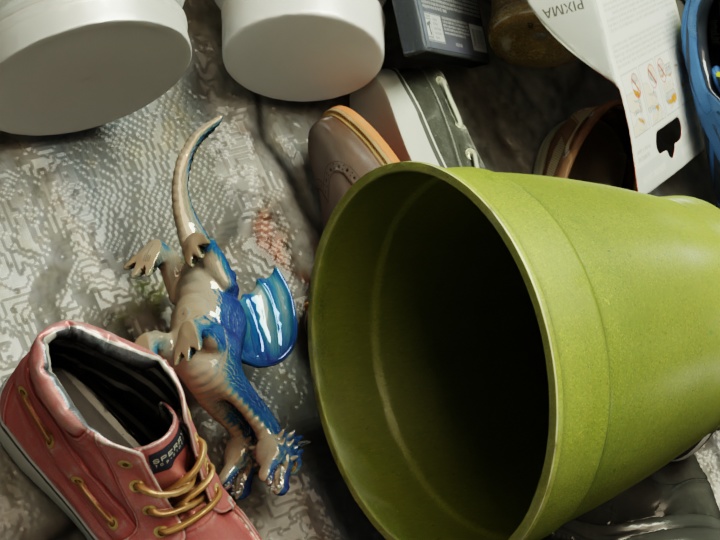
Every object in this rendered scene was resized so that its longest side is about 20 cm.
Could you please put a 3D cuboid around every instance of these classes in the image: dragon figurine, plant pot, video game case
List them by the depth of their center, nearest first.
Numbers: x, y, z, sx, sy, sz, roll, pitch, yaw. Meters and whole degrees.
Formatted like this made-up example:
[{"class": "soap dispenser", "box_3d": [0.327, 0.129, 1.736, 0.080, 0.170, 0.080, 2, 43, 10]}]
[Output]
[{"class": "plant pot", "box_3d": [0.106, 0.036, 0.917, 0.191, 0.200, 0.202, -9, 69, -34]}, {"class": "dragon figurine", "box_3d": [-0.074, 0.025, 0.960, 0.099, 0.058, 0.202, 33, 44, -49]}, {"class": "video game case", "box_3d": [0.034, -0.226, 1.078, 0.143, 0.019, 0.202, -10, 87, -71]}]

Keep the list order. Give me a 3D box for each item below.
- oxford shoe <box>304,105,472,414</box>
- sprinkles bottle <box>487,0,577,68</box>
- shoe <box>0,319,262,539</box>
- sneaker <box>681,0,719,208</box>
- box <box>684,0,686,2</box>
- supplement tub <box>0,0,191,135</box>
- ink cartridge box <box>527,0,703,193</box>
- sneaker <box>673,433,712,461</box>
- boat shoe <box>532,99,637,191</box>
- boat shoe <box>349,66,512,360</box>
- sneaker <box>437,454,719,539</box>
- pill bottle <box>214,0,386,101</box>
[{"class": "oxford shoe", "box_3d": [0.000, 0.000, 1.010, 0.072, 0.071, 0.202, -12, 72, -24]}, {"class": "sprinkles bottle", "box_3d": [0.121, -0.234, 1.177, 0.068, 0.068, 0.202, 14, 61, -17]}, {"class": "shoe", "box_3d": [-0.101, 0.112, 0.897, 0.200, 0.091, 0.071, 44, 57, 1]}, {"class": "sneaker", "box_3d": [0.244, -0.087, 1.115, 0.078, 0.065, 0.202, -29, 104, -72]}, {"class": "box", "box_3d": [0.228, -0.258, 1.227, 0.049, 0.082, 0.201, -31, 81, -33]}, {"class": "supplement tub", "box_3d": [-0.178, -0.192, 0.979, 0.143, 0.145, 0.202, -10, 70, -27]}, {"class": "ink cartridge box", "box_3d": [0.153, -0.154, 1.092, 0.160, 0.047, 0.202, -31, 109, -61]}, {"class": "sneaker", "box_3d": [0.224, 0.051, 1.068, 0.083, 0.072, 0.201, 42, 40, -14]}, {"class": "boat shoe", "box_3d": [0.134, -0.019, 1.076, 0.075, 0.072, 0.202, 17, 60, -16]}, {"class": "boat shoe", "box_3d": [0.057, -0.036, 1.052, 0.063, 0.071, 0.202, -10, 69, -26]}, {"class": "sneaker", "box_3d": [0.119, 0.133, 1.005, 0.198, 0.076, 0.091, 10, 52, -27]}, {"class": "pill bottle", "box_3d": [-0.037, -0.213, 1.070, 0.113, 0.114, 0.202, 9, 63, -20]}]
